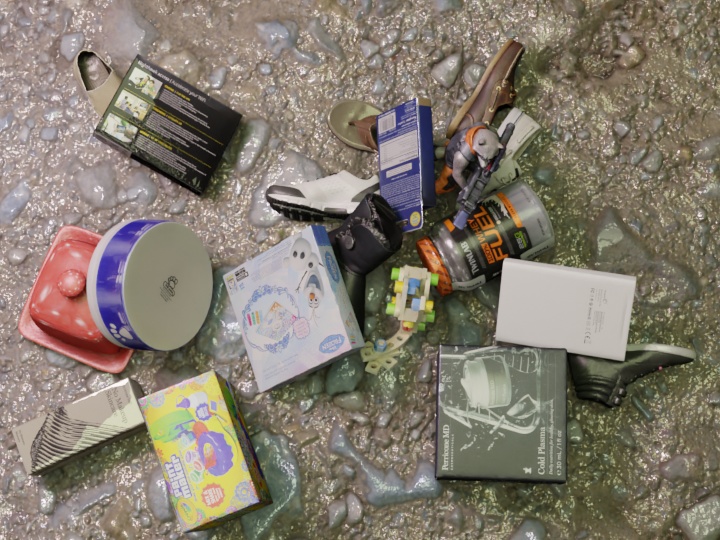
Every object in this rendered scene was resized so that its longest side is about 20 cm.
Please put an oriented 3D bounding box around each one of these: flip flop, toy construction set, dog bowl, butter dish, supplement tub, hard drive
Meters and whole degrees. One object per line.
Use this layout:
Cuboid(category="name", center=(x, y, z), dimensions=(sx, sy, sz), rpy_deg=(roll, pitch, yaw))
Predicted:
Cuboid(category="flip flop", center=(0.036, -0.220, 1.783), dimensions=(0.199, 0.058, 0.081), rpy_deg=(34, 81, 8))
Cuboid(category="toy construction set", center=(0.068, 0.072, 1.670), dimensions=(0.091, 0.201, 0.132), rpy_deg=(17, 43, -10))
Cuboid(category="dog bowl", center=(-0.320, 0.022, 1.668), dimensions=(0.078, 0.200, 0.202), rpy_deg=(3, 76, 34))
Cuboid(category="butter dish", center=(-0.435, 0.033, 1.701), dimensions=(0.198, 0.148, 0.202), rpy_deg=(21, 79, 5))
Cuboid(category="supplement tub", center=(0.194, -0.047, 1.709), dimensions=(0.199, 0.123, 0.123), rpy_deg=(-28, 78, -4))
Cuboid(category="hard drive", center=(0.311, 0.059, 1.652), dimensions=(0.198, 0.026, 0.133), rpy_deg=(9, 112, 14))

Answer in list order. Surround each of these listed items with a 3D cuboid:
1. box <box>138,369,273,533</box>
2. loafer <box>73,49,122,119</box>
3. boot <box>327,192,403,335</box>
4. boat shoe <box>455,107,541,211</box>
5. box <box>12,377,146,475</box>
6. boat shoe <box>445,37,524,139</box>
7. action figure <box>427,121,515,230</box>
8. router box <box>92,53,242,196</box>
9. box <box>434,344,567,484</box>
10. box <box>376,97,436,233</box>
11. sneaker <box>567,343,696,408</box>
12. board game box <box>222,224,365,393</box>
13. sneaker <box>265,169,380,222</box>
Cuboid(category="box", center=(-0.227, 0.274, 1.620), dimensions=(0.121, 0.193, 0.202), rpy_deg=(-21, 79, -3))
Cuboid(category="loafer", center=(-0.420, -0.289, 1.808), dimensions=(0.076, 0.068, 0.200), rpy_deg=(-40, 80, -6))
Cuboid(category="boot", center=(0.000, 0.000, 1.674), dimensions=(0.076, 0.168, 0.202), rpy_deg=(6, 61, -36))
Cuboid(category="boat shoe", center=(0.228, -0.168, 1.764), dimensions=(0.069, 0.071, 0.201), rpy_deg=(32, 75, 9))
Cuboid(category="box", center=(-0.433, 0.245, 1.696), dimensions=(0.198, 0.068, 0.083), rpy_deg=(-25, 78, -3))
Cuboid(category="boat shoe", center=(0.220, -0.284, 1.786), dimensions=(0.070, 0.070, 0.201), rpy_deg=(31, 89, 16))
Cuboid(category="action figure", center=(0.146, -0.157, 1.668), dimensions=(0.104, 0.193, 0.201), rpy_deg=(37, 61, -17))
Cuboid(category="router box", center=(-0.313, -0.236, 1.772), dimensions=(0.199, 0.051, 0.150), rpy_deg=(30, 80, -13))
Cuboid(category="box", center=(0.212, 0.221, 1.654), dimensions=(0.194, 0.124, 0.202), rpy_deg=(1, 78, 4))
Cuboid(category="box", center=(0.071, -0.157, 1.697), dimensions=(0.032, 0.121, 0.203), rpy_deg=(3, 82, -31))
Cuboid(category="sneaker", center=(0.421, 0.165, 1.687), dimensions=(0.198, 0.071, 0.100), rpy_deg=(-1, 80, 8))
Cuboid(category="board game box", center=(-0.106, 0.062, 1.685), dimensions=(0.199, 0.043, 0.201), rpy_deg=(-27, 75, 33))
Cuboid(category="sneaker", center=(-0.055, -0.123, 1.765), dimensions=(0.198, 0.074, 0.081), rpy_deg=(6, 74, -5))
